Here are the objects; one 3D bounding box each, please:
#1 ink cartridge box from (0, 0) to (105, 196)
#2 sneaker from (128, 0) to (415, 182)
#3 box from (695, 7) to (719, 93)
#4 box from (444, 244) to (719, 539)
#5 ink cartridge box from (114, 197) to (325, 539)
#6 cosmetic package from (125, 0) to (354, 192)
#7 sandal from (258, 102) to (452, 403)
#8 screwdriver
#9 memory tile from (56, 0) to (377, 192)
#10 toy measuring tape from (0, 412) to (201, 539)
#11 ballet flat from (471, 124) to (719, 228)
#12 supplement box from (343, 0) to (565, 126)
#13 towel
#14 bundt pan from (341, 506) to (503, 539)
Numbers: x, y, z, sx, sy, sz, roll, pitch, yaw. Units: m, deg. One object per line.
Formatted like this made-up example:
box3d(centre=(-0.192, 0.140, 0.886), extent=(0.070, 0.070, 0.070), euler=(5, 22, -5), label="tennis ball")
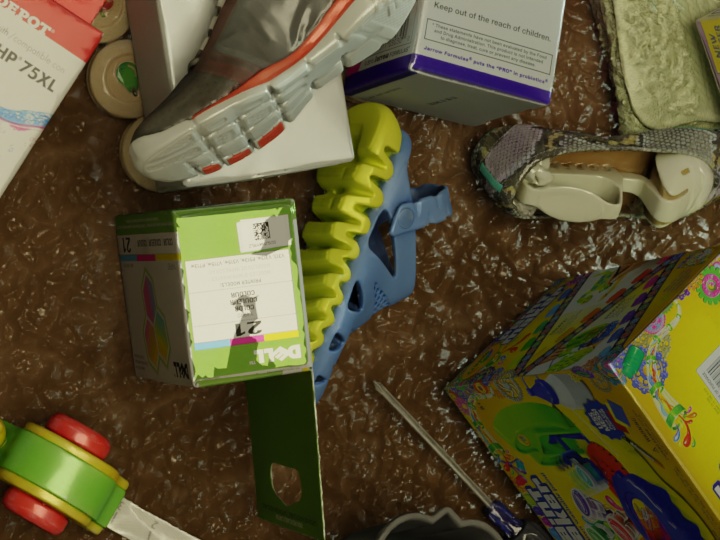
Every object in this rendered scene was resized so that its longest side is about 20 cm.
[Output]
box3d(centre=(-0.234, -0.121, 1.299), extent=(0.116, 0.067, 0.200), euler=(33, 85, -16), label="ink cartridge box")
box3d(centre=(-0.062, -0.129, 1.279), extent=(0.200, 0.077, 0.082), euler=(-37, 74, -15), label="sneaker")
box3d(centre=(0.350, -0.126, 1.477), extent=(0.200, 0.097, 0.176), euler=(-27, 104, -28), label="box")
box3d(centre=(0.193, 0.107, 1.385), extent=(0.122, 0.193, 0.200), euler=(-42, 102, -26), label="box")
box3d(centre=(-0.083, 0.061, 1.316), extent=(0.076, 0.148, 0.200), euler=(-7, 92, -19), label="ink cartridge box")
box3d(centre=(-0.080, -0.153, 1.340), extent=(0.113, 0.081, 0.200), euler=(-8, 94, -19), label="cosmetic package")
box3d(centre=(0.000, 0.000, 1.388), extent=(0.087, 0.079, 0.200), euler=(27, 84, -31), label="sandal")
box3d(centre=(0.074, 0.142, 1.440), extent=(0.200, 0.029, 0.028), euler=(46, 76, -11), label="screwdriver")
box3d(centre=(-0.080, -0.147, 1.390), extent=(0.200, 0.017, 0.153), euler=(-24, 98, -19), label="memory tile")
box3d(centre=(-0.151, 0.142, 1.334), extent=(0.200, 0.074, 0.074), euler=(33, 79, -16), label="toy measuring tape")
box3d(centre=(0.172, -0.055, 1.450), extent=(0.200, 0.072, 0.072), euler=(1, 89, -18), label="ballet flat")
box3d(centre=(0.067, -0.203, 1.387), extent=(0.103, 0.101, 0.200), euler=(12, 81, -24), label="supplement box")
box3d(centre=(0.221, -0.193, 1.488), extent=(0.148, 0.036, 0.200), euler=(-15, 95, -20), label="towel")
box3d(centre=(0.024, 0.247, 1.370), extent=(0.202, 0.076, 0.202), euler=(5, 82, -41), label="bundt pan")
